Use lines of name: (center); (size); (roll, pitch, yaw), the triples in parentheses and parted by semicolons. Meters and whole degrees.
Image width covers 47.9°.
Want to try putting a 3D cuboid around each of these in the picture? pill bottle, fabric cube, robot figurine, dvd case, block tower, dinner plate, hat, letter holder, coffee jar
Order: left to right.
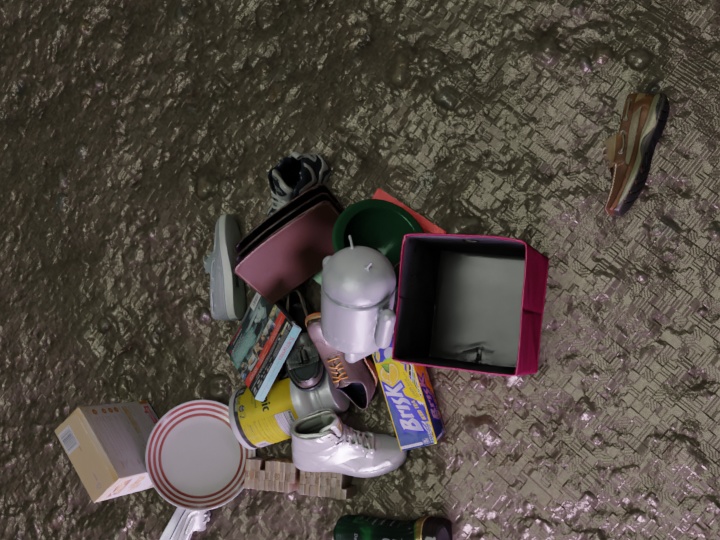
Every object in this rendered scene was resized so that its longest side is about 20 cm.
dinner plate: (-0.292, 0.338, 1.485); (0.198, 0.024, 0.202); (5, 64, -9)
dvd case: (-0.177, 0.124, 1.444); (0.147, 0.022, 0.200); (-62, 31, 6)
letter holder: (-0.125, -0.061, 1.393); (0.199, 0.142, 0.101); (-35, 53, 7)
pill bottle: (-0.123, 0.236, 1.427); (0.198, 0.111, 0.112); (-21, 78, 18)
block tower: (-0.106, 0.365, 1.438); (0.198, 0.054, 0.059); (2, 86, 22)
robot figurine: (-0.004, 0.046, 1.231); (0.169, 0.112, 0.201); (38, 141, 36)
hat: (0.000, 0.000, 1.395); (0.166, 0.200, 0.176); (46, 147, 7)
coffee jar: (0.057, 0.462, 1.346); (0.198, 0.085, 0.106); (-7, 83, 21)
fabric cube: (0.179, 0.055, 1.273); (0.194, 0.199, 0.202); (5, 87, 23)

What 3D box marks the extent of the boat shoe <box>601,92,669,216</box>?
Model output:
boat shoe: (0.418, -0.185, 1.270); (0.073, 0.076, 0.202); (20, 85, 28)

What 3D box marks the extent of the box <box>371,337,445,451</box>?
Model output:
box: (0.077, 0.193, 1.357); (0.069, 0.064, 0.202); (-17, 90, 20)

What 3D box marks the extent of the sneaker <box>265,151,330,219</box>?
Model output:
sneaker: (-0.140, -0.129, 1.456); (0.079, 0.129, 0.200); (40, 100, 22)

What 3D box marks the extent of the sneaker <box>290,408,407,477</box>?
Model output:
sneaker: (-0.020, 0.286, 1.352); (0.198, 0.116, 0.074); (-3, 46, 1)

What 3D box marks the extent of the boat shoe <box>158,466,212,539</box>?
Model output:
boat shoe: (-0.313, 0.459, 1.513); (0.065, 0.074, 0.201); (30, 97, 1)

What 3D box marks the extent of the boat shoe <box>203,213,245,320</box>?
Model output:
boat shoe: (-0.264, -0.005, 1.528); (0.071, 0.070, 0.203); (-6, 85, 18)

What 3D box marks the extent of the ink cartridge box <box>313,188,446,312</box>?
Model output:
ink cartridge box: (0.032, -0.024, 1.422); (0.160, 0.050, 0.201); (35, 100, 21)

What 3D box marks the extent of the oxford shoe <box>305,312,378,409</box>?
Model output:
oxford shoe: (-0.029, 0.151, 1.352); (0.071, 0.200, 0.073); (-21, 34, 24)

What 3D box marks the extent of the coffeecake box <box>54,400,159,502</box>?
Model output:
coffeecake box: (-0.440, 0.328, 1.499); (0.073, 0.200, 0.154); (-42, 71, 14)

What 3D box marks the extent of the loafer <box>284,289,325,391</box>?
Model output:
loafer: (-0.107, 0.117, 1.402); (0.071, 0.063, 0.201); (-16, 42, 3)
